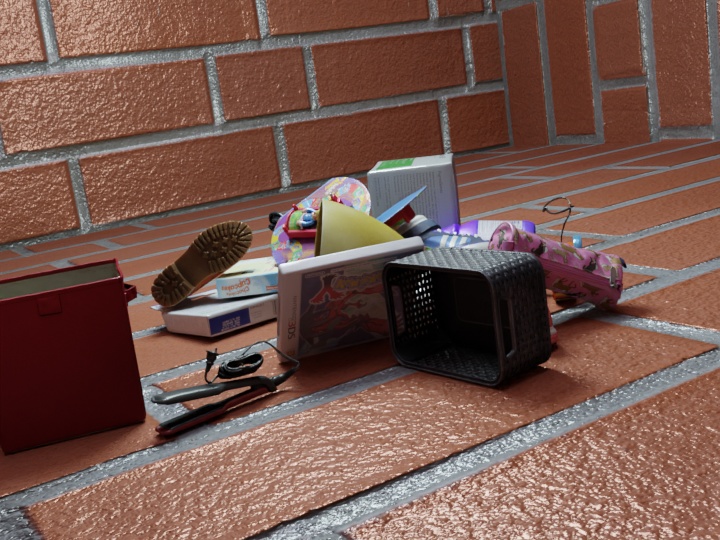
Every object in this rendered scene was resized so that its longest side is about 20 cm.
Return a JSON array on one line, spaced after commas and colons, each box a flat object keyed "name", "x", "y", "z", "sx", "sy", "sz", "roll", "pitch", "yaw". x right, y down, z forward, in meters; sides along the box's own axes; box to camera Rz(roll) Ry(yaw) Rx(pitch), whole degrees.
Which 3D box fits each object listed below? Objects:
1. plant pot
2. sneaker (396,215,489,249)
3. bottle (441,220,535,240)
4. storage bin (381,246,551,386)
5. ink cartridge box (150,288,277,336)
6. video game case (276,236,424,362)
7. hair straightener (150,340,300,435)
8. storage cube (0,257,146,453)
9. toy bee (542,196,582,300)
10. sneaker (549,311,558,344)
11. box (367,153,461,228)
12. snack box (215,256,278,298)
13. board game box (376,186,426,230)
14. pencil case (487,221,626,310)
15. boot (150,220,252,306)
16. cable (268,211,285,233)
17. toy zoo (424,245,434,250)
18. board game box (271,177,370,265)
[{"name": "plant pot", "x": 0.000, "y": 0.000, "z": 1.368, "sx": 0.139, "sy": 0.204, "sz": 0.200, "roll": 5, "pitch": 10, "yaw": -6}, {"name": "sneaker", "x": 0.152, "y": -0.055, "z": 1.588, "sx": 0.196, "sy": 0.081, "sz": 0.148, "roll": -13, "pitch": 52, "yaw": -10}, {"name": "bottle", "x": 0.222, "y": -0.051, "z": 1.648, "sx": 0.196, "sy": 0.066, "sz": 0.084, "roll": 0, "pitch": 43, "yaw": 10}, {"name": "storage bin", "x": 0.127, "y": 0.050, "z": 1.103, "sx": 0.093, "sy": 0.138, "sz": 0.198, "roll": -16, "pitch": 14, "yaw": -37}, {"name": "ink cartridge box", "x": -0.230, "y": 0.065, "z": 1.543, "sx": 0.197, "sy": 0.041, "sz": 0.198, "roll": -16, "pitch": 13, "yaw": -38}, {"name": "video game case", "x": -0.017, "y": 0.042, "z": 1.214, "sx": 0.197, "sy": 0.184, "sz": 0.023, "roll": -12, "pitch": 50, "yaw": -17}, {"name": "hair straightener", "x": -0.159, "y": 0.130, "z": 1.077, "sx": 0.197, "sy": 0.078, "sz": 0.041, "roll": -16, "pitch": 12, "yaw": -32}, {"name": "storage cube", "x": -0.371, "y": 0.098, "z": 1.126, "sx": 0.196, "sy": 0.183, "sz": 0.171, "roll": -10, "pitch": 11, "yaw": -16}, {"name": "toy bee", "x": 0.327, "y": -0.009, "z": 1.407, "sx": 0.129, "sy": 0.110, "sz": 0.201, "roll": 9, "pitch": 44, "yaw": 32}, {"name": "sneaker", "x": 0.203, "y": 0.045, "z": 1.208, "sx": 0.072, "sy": 0.089, "sz": 0.200, "roll": -11, "pitch": 11, "yaw": -18}, {"name": "box", "x": 0.113, "y": -0.118, "z": 1.785, "sx": 0.168, "sy": 0.204, "sz": 0.199, "roll": -4, "pitch": 11, "yaw": 8}, {"name": "snack box", "x": -0.178, "y": 0.008, "z": 1.595, "sx": 0.114, "sy": 0.038, "sz": 0.200, "roll": -7, "pitch": 9, "yaw": 7}, {"name": "board game box", "x": 0.044, "y": -0.070, "z": 1.527, "sx": 0.157, "sy": 0.039, "sz": 0.200, "roll": -39, "pitch": 6, "yaw": -24}, {"name": "pencil case", "x": 0.270, "y": -0.006, "z": 1.244, "sx": 0.197, "sy": 0.084, "sz": 0.087, "roll": 16, "pitch": -37, "yaw": -15}, {"name": "boot", "x": -0.267, "y": -0.016, "z": 1.550, "sx": 0.199, "sy": 0.076, "sz": 0.107, "roll": -36, "pitch": -1, "yaw": 2}, {"name": "cable", "x": -0.094, "y": -0.040, "z": 1.648, "sx": 0.162, "sy": 0.051, "sz": 0.200, "roll": 26, "pitch": 16, "yaw": -48}, {"name": "toy zoo", "x": 0.170, "y": 0.000, "z": 1.416, "sx": 0.196, "sy": 0.021, "sz": 0.131, "roll": 16, "pitch": -4, "yaw": -8}, {"name": "board game box", "x": -0.079, "y": -0.093, "z": 1.523, "sx": 0.199, "sy": 0.039, "sz": 0.159, "roll": -36, "pitch": 42, "yaw": 5}]
